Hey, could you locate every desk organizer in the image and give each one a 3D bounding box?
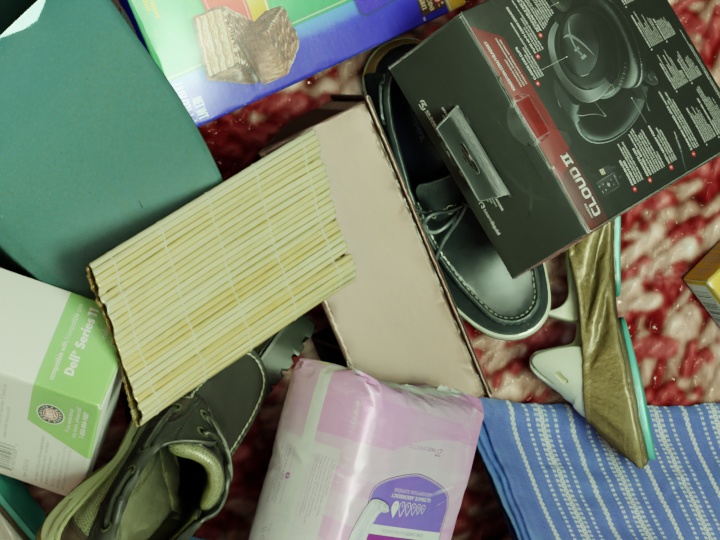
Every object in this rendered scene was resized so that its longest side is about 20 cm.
[{"bbox_3d":[0.000,0.000,1.515,0.077,0.072,0.201,-26,102,-14],"label":"desk organizer"}]

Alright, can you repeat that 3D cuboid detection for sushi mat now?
[{"bbox_3d":[-0.073,0.001,1.395,0.200,0.012,0.096,-34,112,-44],"label":"sushi mat"}]

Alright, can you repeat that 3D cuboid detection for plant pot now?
[{"bbox_3d":[-0.170,-0.060,1.418,0.141,0.141,0.200,-45,116,-12],"label":"plant pot"}]

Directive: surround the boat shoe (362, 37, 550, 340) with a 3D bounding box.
[{"bbox_3d":[0.059,-0.049,1.523,0.074,0.062,0.201,-24,93,-7],"label":"boat shoe"}]

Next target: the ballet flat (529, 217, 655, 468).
[{"bbox_3d":[0.138,0.028,1.564,0.072,0.068,0.202,-7,85,3],"label":"ballet flat"}]

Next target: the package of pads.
[{"bbox_3d":[-0.006,0.156,1.432,0.120,0.075,0.202,15,90,-48],"label":"package of pads"}]

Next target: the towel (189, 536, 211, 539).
[{"bbox_3d":[-0.080,0.218,1.463,0.199,0.048,0.113,20,73,-47],"label":"towel"}]

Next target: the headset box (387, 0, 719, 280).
[{"bbox_3d":[0.121,-0.098,1.491,0.199,0.077,0.150,-30,88,-43],"label":"headset box"}]

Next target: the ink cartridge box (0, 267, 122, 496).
[{"bbox_3d":[-0.233,0.045,1.384,0.198,0.117,0.068,19,56,-1],"label":"ink cartridge box"}]

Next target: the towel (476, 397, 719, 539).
[{"bbox_3d":[0.172,0.134,1.559,0.198,0.145,0.024,1,131,-21],"label":"towel"}]

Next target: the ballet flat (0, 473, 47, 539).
[{"bbox_3d":[-0.194,0.181,1.464,0.069,0.069,0.200,-42,103,-13],"label":"ballet flat"}]

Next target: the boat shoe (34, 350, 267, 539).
[{"bbox_3d":[-0.101,0.113,1.383,0.200,0.064,0.074,-53,126,-38],"label":"boat shoe"}]

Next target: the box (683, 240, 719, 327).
[{"bbox_3d":[0.321,-0.016,1.651,0.200,0.041,0.119,-44,106,-15],"label":"box"}]

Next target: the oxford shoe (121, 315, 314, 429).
[{"bbox_3d":[-0.118,0.082,1.479,0.084,0.073,0.201,42,67,-15],"label":"oxford shoe"}]

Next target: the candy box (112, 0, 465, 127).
[{"bbox_3d":[-0.059,-0.195,1.478,0.199,0.077,0.170,-26,101,-18],"label":"candy box"}]
